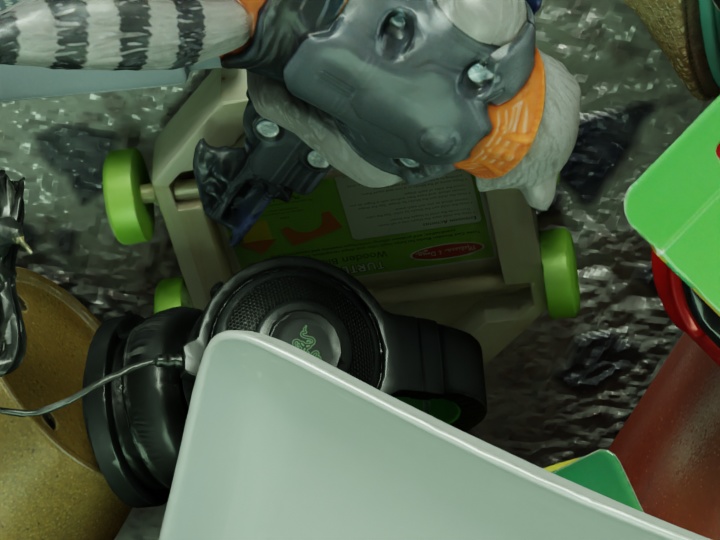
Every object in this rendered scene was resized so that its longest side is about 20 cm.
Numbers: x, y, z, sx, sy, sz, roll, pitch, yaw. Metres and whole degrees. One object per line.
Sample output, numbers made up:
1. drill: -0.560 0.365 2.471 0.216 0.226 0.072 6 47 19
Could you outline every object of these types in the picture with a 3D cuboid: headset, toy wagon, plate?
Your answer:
1. headset: -0.047 0.024 0.772 0.199 0.095 0.123 9 159 -43
2. toy wagon: 0.000 0.000 0.832 0.154 0.040 0.201 -7 139 8
3. plate: 0.028 0.123 0.725 0.199 0.032 0.201 24 129 8

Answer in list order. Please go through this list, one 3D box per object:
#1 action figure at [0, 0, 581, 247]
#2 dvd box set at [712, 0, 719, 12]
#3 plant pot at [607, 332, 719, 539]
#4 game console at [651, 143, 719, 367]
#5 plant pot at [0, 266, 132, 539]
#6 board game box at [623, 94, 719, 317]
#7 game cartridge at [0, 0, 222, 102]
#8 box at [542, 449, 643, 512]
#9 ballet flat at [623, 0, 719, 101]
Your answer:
1. action figure: -0.026 -0.057 0.676 0.192 0.105 0.201 16 134 -16
2. dvd box set: 0.168 -0.158 0.611 0.199 0.030 0.147 -29 137 3
3. plant pot: 0.165 0.101 0.844 0.199 0.202 0.196 11 130 -13
4. game console: 0.206 0.003 0.701 0.200 0.031 0.177 44 96 -10
5. plant pot: -0.176 0.093 0.849 0.200 0.187 0.186 -38 127 20
6. board game box: 0.173 0.014 0.672 0.200 0.030 0.096 43 97 -13
7. game cartridge: -0.114 -0.132 0.687 0.132 0.042 0.201 -1 139 7
8. box: 0.047 0.143 0.814 0.048 0.118 0.200 -14 167 -45
9. ballet flat: 0.086 -0.134 0.677 0.065 0.071 0.201 16 141 23
